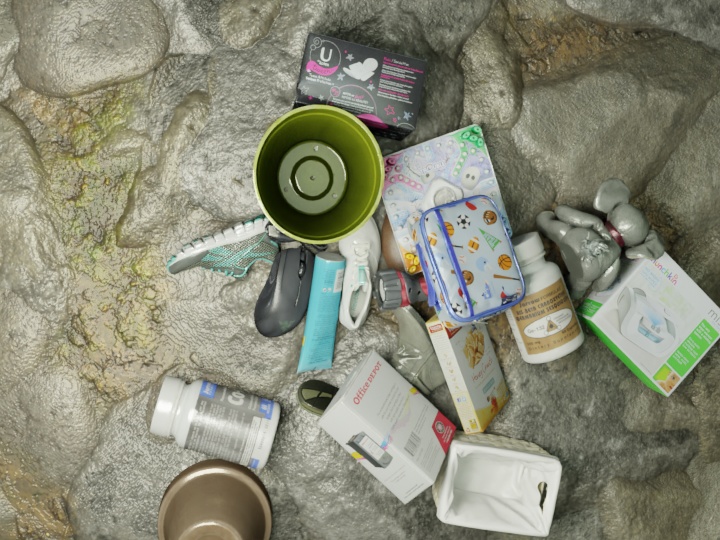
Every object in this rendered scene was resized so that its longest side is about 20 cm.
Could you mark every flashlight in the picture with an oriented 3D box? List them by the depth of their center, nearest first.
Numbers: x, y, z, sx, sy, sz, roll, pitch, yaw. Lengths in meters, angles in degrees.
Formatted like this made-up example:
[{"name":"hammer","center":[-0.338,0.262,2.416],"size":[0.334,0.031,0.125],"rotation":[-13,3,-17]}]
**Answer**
[{"name":"flashlight","center":[0.120,0.022,1.392],"size":[0.195,0.068,0.070],"rotation":[-8,103,-17]}]

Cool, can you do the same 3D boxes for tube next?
[{"name":"tube","center":[-0.063,0.074,1.410],"size":[0.076,0.050,0.205],"rotation":[-2,108,-37]}]

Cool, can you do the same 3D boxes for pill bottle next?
[{"name":"pill bottle","center":[-0.240,0.248,1.390],"size":[0.196,0.114,0.116],"rotation":[18,92,-8]},{"name":"pill bottle","center":[0.298,0.045,1.438],"size":[0.112,0.114,0.204],"rotation":[-23,97,-4]}]

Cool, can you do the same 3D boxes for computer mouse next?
[{"name":"computer mouse","center":[-0.117,0.022,1.395],"size":[0.137,0.052,0.204],"rotation":[11,100,-43]}]

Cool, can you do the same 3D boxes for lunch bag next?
[{"name":"lunch bag","center":[0.170,-0.010,1.348],"size":[0.157,0.076,0.204],"rotation":[-15,80,-21]}]

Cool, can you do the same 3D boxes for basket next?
[{"name":"basket","center":[0.228,0.361,1.450],"size":[0.195,0.123,0.139],"rotation":[10,94,-7]}]

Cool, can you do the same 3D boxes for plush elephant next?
[{"name":"plush elephant","center":[0.412,-0.058,1.412],"size":[0.153,0.200,0.167],"rotation":[-27,90,-8]}]

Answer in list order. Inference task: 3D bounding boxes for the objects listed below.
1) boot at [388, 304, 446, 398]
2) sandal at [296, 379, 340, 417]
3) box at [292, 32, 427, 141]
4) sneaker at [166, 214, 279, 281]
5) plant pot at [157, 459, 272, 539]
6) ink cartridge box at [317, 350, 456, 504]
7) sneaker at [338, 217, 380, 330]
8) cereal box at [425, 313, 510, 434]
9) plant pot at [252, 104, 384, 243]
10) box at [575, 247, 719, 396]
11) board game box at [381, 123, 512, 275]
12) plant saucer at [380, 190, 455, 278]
[{"name":"boot","center":[0.073,0.140,1.445],"size":[0.130,0.068,0.201],"rotation":[-39,98,2]},{"name":"sandal","center":[-0.025,0.251,1.445],"size":[0.198,0.081,0.058],"rotation":[28,127,-12]},{"name":"box","center":[-0.005,-0.296,1.366],"size":[0.195,0.132,0.117],"rotation":[13,89,-8]},{"name":"sneaker","center":[-0.222,-0.021,1.393],"size":[0.196,0.078,0.093],"rotation":[-20,100,-3]},{"name":"plant pot","center":[-0.242,0.431,1.374],"size":[0.195,0.175,0.205],"rotation":[0,94,-6]},{"name":"ink cartridge box","center":[0.047,0.255,1.382],"size":[0.199,0.148,0.086],"rotation":[42,127,-2]},{"name":"sneaker","center":[0.000,0.000,1.412],"size":[0.073,0.088,0.205],"rotation":[2,94,-5]},{"name":"cereal box","center":[0.185,0.154,1.424],"size":[0.039,0.143,0.204],"rotation":[-15,99,33]},{"name":"plant pot","center":[-0.073,-0.150,1.338],"size":[0.195,0.193,0.206],"rotation":[-1,95,-7]},{"name":"box","center":[0.512,0.082,1.477],"size":[0.200,0.097,0.177],"rotation":[44,91,-7]},{"name":"board game box","center":[0.141,-0.119,1.415],"size":[0.196,0.026,0.204],"rotation":[-19,97,-5]},{"name":"plant saucer","center":[0.134,-0.055,1.451],"size":[0.195,0.037,0.206],"rotation":[-1,95,-7]}]
